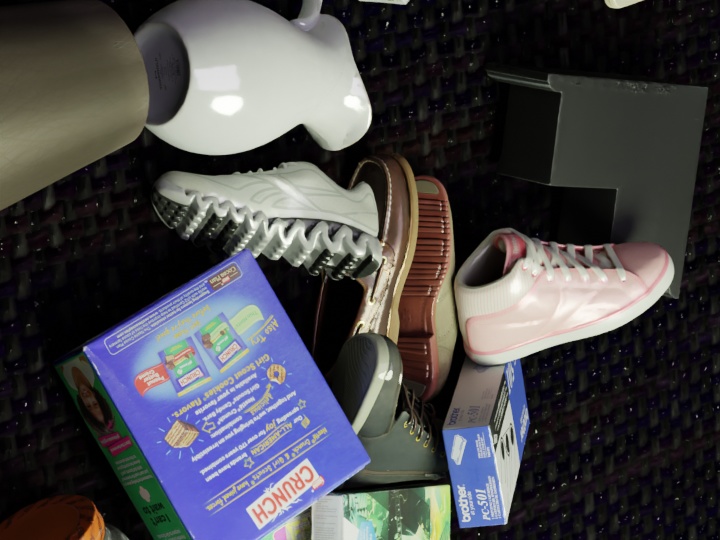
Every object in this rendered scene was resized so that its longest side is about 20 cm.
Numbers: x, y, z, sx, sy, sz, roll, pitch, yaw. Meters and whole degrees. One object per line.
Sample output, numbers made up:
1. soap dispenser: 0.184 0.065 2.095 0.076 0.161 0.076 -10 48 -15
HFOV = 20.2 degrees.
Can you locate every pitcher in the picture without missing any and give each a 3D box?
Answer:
1. pitcher: -0.092 -0.177 1.589 0.199 0.121 0.173 -5 82 -48

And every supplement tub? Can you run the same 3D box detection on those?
1. supplement tub: -0.212 0.282 1.569 0.122 0.122 0.201 -36 120 -27

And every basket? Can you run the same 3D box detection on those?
1. basket: -0.262 -0.118 1.445 0.199 0.136 0.181 -24 132 -37

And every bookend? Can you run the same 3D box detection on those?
1. bookend: 0.205 -0.080 1.843 0.198 0.092 0.201 0 101 -36

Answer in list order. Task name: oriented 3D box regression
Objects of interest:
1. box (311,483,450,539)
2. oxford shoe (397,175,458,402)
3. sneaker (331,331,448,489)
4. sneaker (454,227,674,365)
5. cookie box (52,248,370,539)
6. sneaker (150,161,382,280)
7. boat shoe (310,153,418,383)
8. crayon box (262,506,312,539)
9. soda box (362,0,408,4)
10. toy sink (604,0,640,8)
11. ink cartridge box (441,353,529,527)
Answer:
1. box: 0.019 0.260 1.744 0.200 0.036 0.145 5 85 -62
2. oxford shoe: 0.053 0.017 1.774 0.075 0.070 0.202 -1 99 -66
3. sneaker: 0.033 0.114 1.691 0.105 0.200 0.075 0 57 -13
4. sneaker: 0.173 0.003 1.757 0.199 0.076 0.105 -21 127 -1
5. cookie box: -0.117 0.113 1.598 0.171 0.075 0.201 -31 93 -29
6. sneaker: -0.075 -0.052 1.637 0.199 0.075 0.082 14 66 -22
7. boat shoe: 0.000 0.000 1.712 0.070 0.070 0.201 0 99 -39
8. crayon box: -0.083 0.241 1.702 0.118 0.058 0.201 -30 116 -30
9. soda box: -0.020 -0.306 1.636 0.064 0.068 0.200 -54 125 -17
10. toy sink: 0.244 -0.321 1.814 0.199 0.112 0.131 -25 114 -37
11. ink cartridge box: 0.112 0.136 1.768 0.200 0.044 0.095 -64 145 -67
